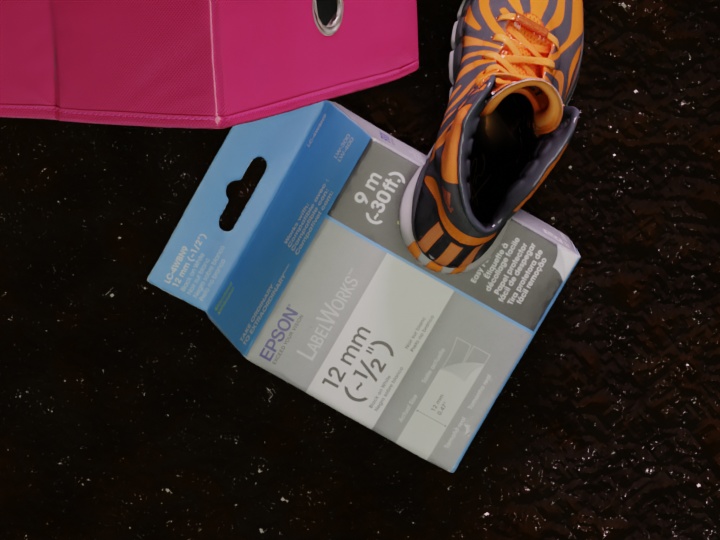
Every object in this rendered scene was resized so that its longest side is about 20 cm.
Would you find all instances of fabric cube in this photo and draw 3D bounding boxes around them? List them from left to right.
[{"bbox_3d":[-0.100,-0.187,1.268,0.200,0.196,0.200,5,104,30],"label":"fabric cube"}]

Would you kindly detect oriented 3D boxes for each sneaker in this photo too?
[{"bbox_3d":[0.087,-0.097,1.338,0.077,0.112,0.200,20,71,-10],"label":"sneaker"}]

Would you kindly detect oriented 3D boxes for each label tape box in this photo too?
[{"bbox_3d":[0.000,0.000,1.412,0.200,0.066,0.143,29,99,-8],"label":"label tape box"}]
